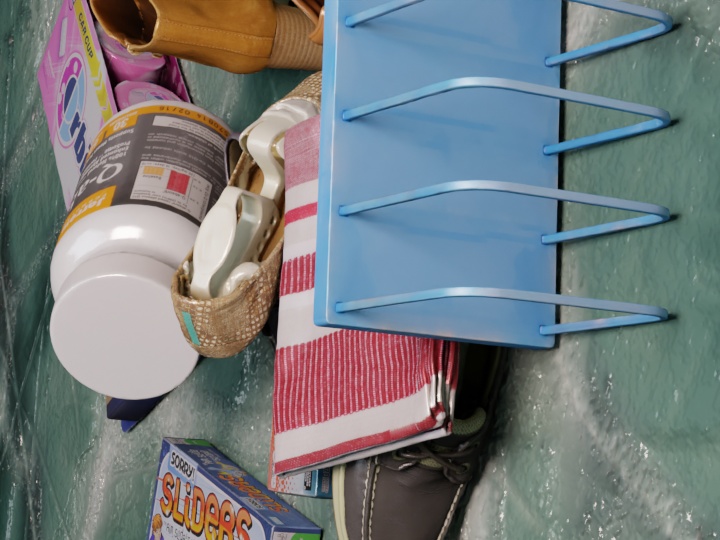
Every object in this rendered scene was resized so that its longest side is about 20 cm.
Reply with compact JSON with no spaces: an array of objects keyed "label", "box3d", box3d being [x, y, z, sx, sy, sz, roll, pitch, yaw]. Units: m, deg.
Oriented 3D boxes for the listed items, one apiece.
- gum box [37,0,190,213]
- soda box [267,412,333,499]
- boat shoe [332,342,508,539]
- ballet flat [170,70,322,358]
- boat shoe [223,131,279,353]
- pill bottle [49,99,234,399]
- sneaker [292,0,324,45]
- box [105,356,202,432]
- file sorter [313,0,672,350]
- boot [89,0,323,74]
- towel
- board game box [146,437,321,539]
[{"label":"gum box","box3d":[-0.188,-0.131,1.627,0.114,0.066,0.201,-63,33,37]},{"label":"soda box","box3d":[-0.006,0.030,1.230,0.068,0.063,0.202,-3,82,63]},{"label":"boat shoe","box3d":[0.036,0.074,1.129,0.066,0.071,0.203,-155,78,-67]},{"label":"ballet flat","box3d":[-0.054,-0.045,1.270,0.070,0.065,0.201,12,68,27]},{"label":"boat shoe","box3d":[-0.050,0.002,1.323,0.072,0.064,0.202,-43,48,52]},{"label":"pill bottle","box3d":[-0.135,-0.015,1.376,0.201,0.115,0.117,-82,14,-56]},{"label":"sneaker","box3d":[-0.017,-0.209,1.284,0.073,0.084,0.201,119,147,-41]},{"label":"box","box3d":[-0.153,0.030,1.564,0.200,0.032,0.122,-45,46,53]},{"label":"file sorter","box3d":[0.070,-0.072,1.021,0.122,0.138,0.202,-11,75,56]},{"label":"boot","box3d":[-0.110,-0.172,1.394,0.201,0.143,0.071,33,113,61]},{"label":"towel","box3d":[0.000,0.000,1.135,0.144,0.023,0.202,-21,61,48]},{"label":"board game box","box3d":[-0.090,0.201,1.395,0.200,0.034,0.137,24,106,62]}]
